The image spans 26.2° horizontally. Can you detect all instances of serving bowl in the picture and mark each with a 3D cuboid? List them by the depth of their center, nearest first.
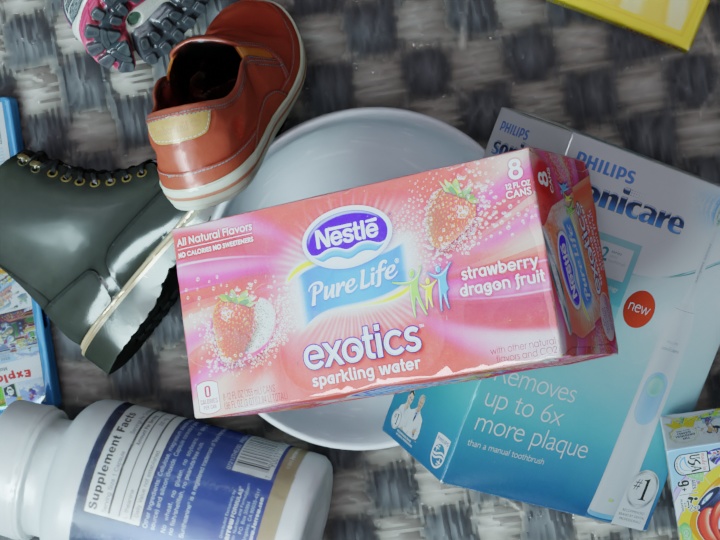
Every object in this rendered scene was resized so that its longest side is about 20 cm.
[{"bbox_3d":[0.000,0.000,0.913,0.199,0.066,0.201,-3,104,-12],"label":"serving bowl"}]

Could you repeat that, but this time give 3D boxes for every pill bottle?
[{"bbox_3d":[-0.124,0.142,0.934,0.199,0.111,0.112,14,96,8],"label":"pill bottle"}]

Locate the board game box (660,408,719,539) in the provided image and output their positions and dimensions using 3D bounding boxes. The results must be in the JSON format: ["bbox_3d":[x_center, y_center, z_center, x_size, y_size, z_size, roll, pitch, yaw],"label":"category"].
[{"bbox_3d":[0.250,0.163,0.874,0.134,0.034,0.201,-10,118,9],"label":"board game box"}]

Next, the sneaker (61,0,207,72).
[{"bbox_3d":[-0.100,-0.212,0.925,0.200,0.081,0.075,-39,49,1],"label":"sneaker"}]

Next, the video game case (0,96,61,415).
[{"bbox_3d":[-0.275,-0.002,0.996,0.142,0.018,0.201,-7,93,9],"label":"video game case"}]

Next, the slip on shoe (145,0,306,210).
[{"bbox_3d":[-0.076,-0.110,0.871,0.074,0.200,0.061,-11,122,16],"label":"slip on shoe"}]

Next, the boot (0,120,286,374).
[{"bbox_3d":[-0.147,-0.057,0.937,0.138,0.077,0.200,37,93,4],"label":"boot"}]

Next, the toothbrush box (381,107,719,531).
[{"bbox_3d":[0.120,0.028,0.869,0.146,0.085,0.201,18,97,-27],"label":"toothbrush box"}]

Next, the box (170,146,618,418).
[{"bbox_3d":[0.016,0.010,0.776,0.199,0.095,0.103,-11,83,25],"label":"box"}]

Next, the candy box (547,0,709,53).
[{"bbox_3d":[0.182,-0.239,0.900,0.102,0.026,0.201,21,98,4],"label":"candy box"}]
